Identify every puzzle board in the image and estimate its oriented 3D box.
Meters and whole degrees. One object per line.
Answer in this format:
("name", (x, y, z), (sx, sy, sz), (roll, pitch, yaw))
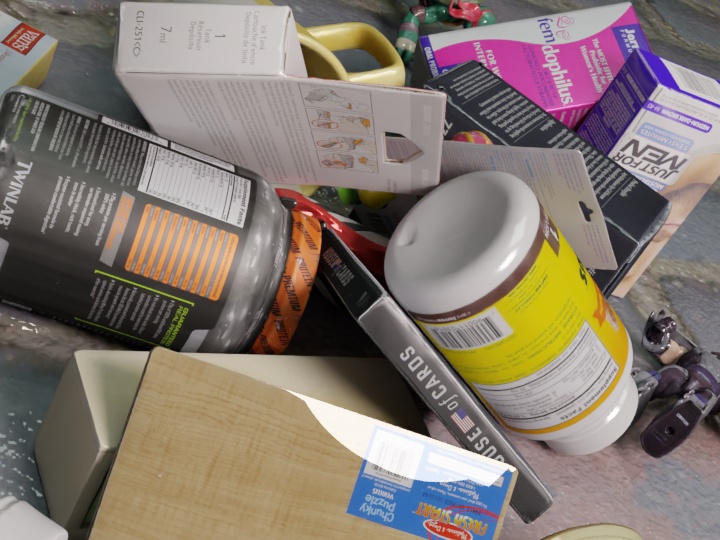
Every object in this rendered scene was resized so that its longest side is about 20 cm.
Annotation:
("puzzle board", (-0.032, 0.139, 0.550), (0.199, 0.152, 0.017), (20, -7, -17))

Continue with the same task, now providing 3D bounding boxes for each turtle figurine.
("turtle figurine", (0.085, -0.281, 1.223), (0.149, 0.101, 0.200), (-9, 45, -45))

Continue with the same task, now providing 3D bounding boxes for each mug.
("mug", (-0.081, -0.138, 0.866), (0.185, 0.150, 0.154), (15, 27, -31))

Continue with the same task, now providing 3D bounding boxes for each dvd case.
("dvd case", (0.034, 0.052, 0.673), (0.151, 0.025, 0.200), (50, 0, -15))

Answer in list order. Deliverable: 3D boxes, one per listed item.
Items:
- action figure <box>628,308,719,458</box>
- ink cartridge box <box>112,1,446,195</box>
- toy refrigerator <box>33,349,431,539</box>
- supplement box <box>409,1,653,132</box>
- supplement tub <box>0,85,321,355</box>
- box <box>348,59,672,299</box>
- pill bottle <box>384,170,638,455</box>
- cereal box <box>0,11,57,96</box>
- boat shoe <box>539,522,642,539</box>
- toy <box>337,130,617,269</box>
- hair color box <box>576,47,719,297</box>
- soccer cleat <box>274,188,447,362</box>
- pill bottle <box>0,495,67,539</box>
("action figure", (0.260, 0.093, 0.892), (0.130, 0.070, 0.199), (37, 28, 25))
("ink cartridge box", (-0.037, -0.095, 0.676), (0.174, 0.200, 0.045), (3, 78, 3))
("toy refrigerator", (-0.065, 0.096, 0.617), (0.199, 0.076, 0.070), (6, 41, -35))
("supplement box", (0.152, -0.154, 1.004), (0.198, 0.104, 0.102), (-11, 63, -10))
("supplement tub", (-0.131, -0.019, 0.672), (0.199, 0.123, 0.123), (20, 34, -17))
("box", (0.110, -0.040, 0.872), (0.200, 0.148, 0.104), (39, 33, 10))
("pill bottle", (0.108, 0.036, 0.749), (0.200, 0.109, 0.110), (49, 20, -35))
("cereal box", (-0.327, -0.163, 0.780), (0.199, 0.040, 0.144), (27, 33, -7))
("boat shoe", (0.141, 0.190, 0.618), (0.200, 0.073, 0.063), (31, 31, -45))
("toy", (0.075, -0.061, 0.780), (0.199, 0.115, 0.047), (5, 55, 31))
("hair color box", (0.228, -0.077, 0.965), (0.108, 0.201, 0.065), (15, 38, -23))
("soccer cleat", (0.000, 0.000, 0.807), (0.199, 0.069, 0.085), (29, 3, -18))
("pill bottle", (-0.226, 0.088, 0.462), (0.199, 0.112, 0.112), (32, 33, 2))
